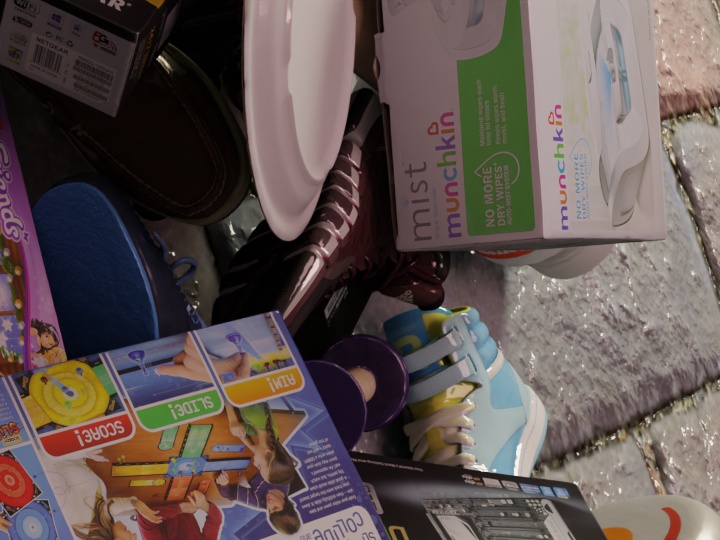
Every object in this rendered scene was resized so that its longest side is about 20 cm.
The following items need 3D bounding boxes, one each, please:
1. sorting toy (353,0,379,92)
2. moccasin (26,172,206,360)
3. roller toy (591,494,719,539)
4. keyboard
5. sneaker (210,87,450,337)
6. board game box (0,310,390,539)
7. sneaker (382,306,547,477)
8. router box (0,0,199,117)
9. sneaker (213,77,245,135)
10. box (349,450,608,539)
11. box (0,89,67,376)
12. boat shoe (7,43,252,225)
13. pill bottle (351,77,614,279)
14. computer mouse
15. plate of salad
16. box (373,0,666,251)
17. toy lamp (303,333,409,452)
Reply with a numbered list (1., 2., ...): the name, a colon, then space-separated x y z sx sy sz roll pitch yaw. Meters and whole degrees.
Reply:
1. sorting toy: 0.005 -0.206 1.078 0.185 0.036 0.201 33 59 -48
2. moccasin: -0.111 0.043 0.953 0.068 0.080 0.201 -48 127 -60
3. roller toy: 0.152 0.222 1.130 0.140 0.182 0.200 62 34 -10
4. keyboard: -0.034 0.004 1.124 0.200 0.039 0.104 -63 146 -49
5. sneaker: 0.000 0.000 1.040 0.116 0.075 0.200 47 46 -24
6. board game box: -0.088 0.100 0.843 0.199 0.034 0.136 -12 70 -44
7. sneaker: 0.046 0.099 1.140 0.131 0.079 0.200 57 25 -23
8. router box: -0.167 -0.171 0.892 0.199 0.052 0.157 25 41 1
9. sneaker: -0.030 -0.131 1.153 0.073 0.071 0.200 53 36 -24
10. box: 0.044 0.161 0.985 0.199 0.050 0.158 11 25 -21
11. box: -0.201 0.004 0.858 0.137 0.039 0.201 -4 77 -57
12. boat shoe: -0.137 -0.099 0.928 0.202 0.075 0.075 45 12 17
13. pill bottle: 0.090 -0.070 1.262 0.200 0.112 0.113 33 48 -42
14. computer mouse: -0.089 -0.098 1.066 0.034 0.058 0.201 62 31 -41
15. plate of salad: -0.039 -0.115 0.923 0.200 0.048 0.201 3 90 -79
16. box: 0.090 -0.112 1.072 0.176 0.096 0.201 0 86 -60
17. toy lamp: -0.007 0.065 1.031 0.200 0.058 0.058 -18 88 -83
